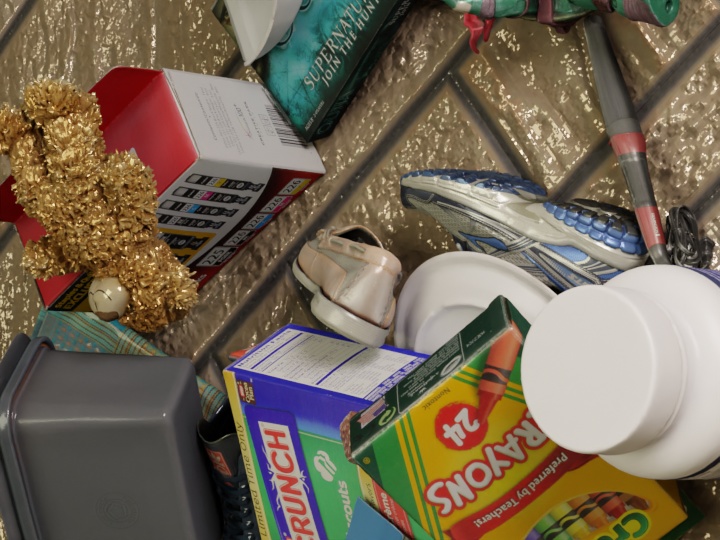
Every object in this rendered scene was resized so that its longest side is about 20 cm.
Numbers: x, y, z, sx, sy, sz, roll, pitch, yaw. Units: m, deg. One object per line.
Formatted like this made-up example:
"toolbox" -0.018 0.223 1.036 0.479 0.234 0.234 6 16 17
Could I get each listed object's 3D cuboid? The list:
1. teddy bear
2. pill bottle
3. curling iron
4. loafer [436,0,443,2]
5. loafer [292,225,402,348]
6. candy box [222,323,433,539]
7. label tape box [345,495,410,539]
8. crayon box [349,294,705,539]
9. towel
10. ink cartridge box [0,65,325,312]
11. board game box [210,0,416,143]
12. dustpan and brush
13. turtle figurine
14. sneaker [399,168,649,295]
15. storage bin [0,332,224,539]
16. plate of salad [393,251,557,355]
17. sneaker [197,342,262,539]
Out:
"teddy bear" -0.193 -0.040 1.384 0.144 0.067 0.201 -7 109 29
"pill bottle" 0.186 0.058 1.123 0.119 0.199 0.120 -5 83 42
"curling iron" 0.174 -0.078 1.257 0.026 0.049 0.201 -38 57 33
"loafer" 0.017 -0.244 1.398 0.200 0.063 0.072 37 110 38
"loafer" 0.000 0.000 1.346 0.063 0.072 0.200 -62 11 8
"candy box" 0.013 0.139 1.320 0.199 0.077 0.170 11 122 44
"label tape box" 0.042 0.262 1.263 0.200 0.063 0.145 36 137 21
"crayon box" 0.105 0.129 1.191 0.127 0.200 0.051 -40 18 14
"towel" -0.188 0.120 1.540 0.200 0.022 0.147 33 110 17
"ink cartridge box" -0.160 -0.055 1.469 0.200 0.175 0.084 -42 61 33
"board game box" -0.027 -0.204 1.407 0.135 0.028 0.200 54 138 18
"dustpan and brush" -0.067 -0.229 1.371 0.200 0.057 0.140 -21 88 51
"turtle figurine" 0.127 -0.202 1.270 0.199 0.101 0.150 12 63 38
"sneaker" 0.096 -0.015 1.300 0.200 0.077 0.086 21 105 42
"storage bin" -0.179 0.146 1.457 0.134 0.146 0.201 -2 119 10
"plate of salad" 0.101 0.075 1.280 0.200 0.048 0.201 28 133 34
"sneaker" -0.085 0.148 1.445 0.075 0.084 0.201 12 95 42
